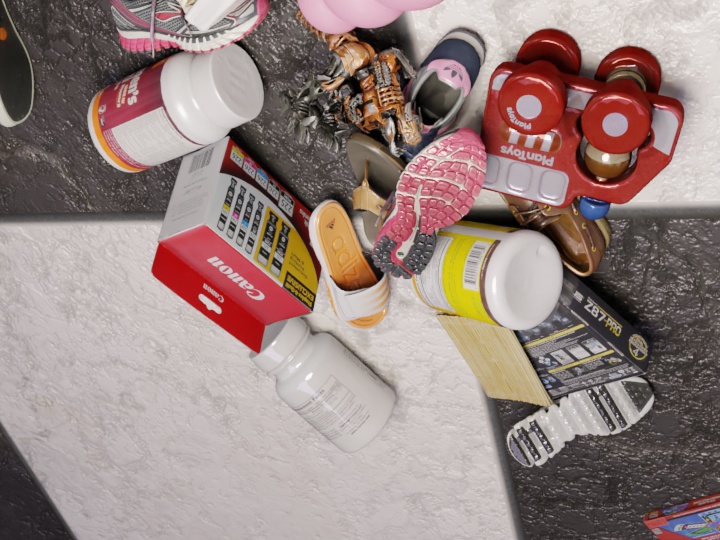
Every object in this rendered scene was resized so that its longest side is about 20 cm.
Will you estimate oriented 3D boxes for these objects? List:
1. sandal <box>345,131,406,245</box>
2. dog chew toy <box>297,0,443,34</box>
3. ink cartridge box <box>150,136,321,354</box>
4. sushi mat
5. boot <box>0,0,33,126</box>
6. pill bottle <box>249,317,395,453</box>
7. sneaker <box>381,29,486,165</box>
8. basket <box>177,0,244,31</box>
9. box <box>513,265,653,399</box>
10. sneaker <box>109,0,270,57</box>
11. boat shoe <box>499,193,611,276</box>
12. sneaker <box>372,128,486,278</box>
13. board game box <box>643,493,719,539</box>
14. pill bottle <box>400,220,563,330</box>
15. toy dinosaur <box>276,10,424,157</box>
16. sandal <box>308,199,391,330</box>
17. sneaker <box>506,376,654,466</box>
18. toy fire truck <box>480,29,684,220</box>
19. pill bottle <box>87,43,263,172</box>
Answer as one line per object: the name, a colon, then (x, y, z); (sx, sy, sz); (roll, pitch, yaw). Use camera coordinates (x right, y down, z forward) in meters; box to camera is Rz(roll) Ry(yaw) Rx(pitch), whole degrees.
sandal: (0.017, -0.080, 1.139); (0.081, 0.055, 0.201); (23, 149, 18)
dog chew toy: (0.013, -0.296, 0.938); (0.199, 0.125, 0.125); (-19, 120, 45)
ink cartridge box: (-0.139, -0.025, 1.163); (0.083, 0.177, 0.200); (-17, 138, 34)
sushi mat: (0.169, 0.111, 1.200); (0.095, 0.012, 0.200); (7, 147, 35)
boot: (-0.502, -0.278, 1.214); (0.143, 0.073, 0.202); (3, 122, 22)
pill bottle: (-0.056, 0.154, 1.357); (0.200, 0.115, 0.114); (43, 132, -15)
sneaker: (0.064, -0.167, 1.046); (0.070, 0.082, 0.201); (28, 138, -1)
basket: (-0.107, -0.338, 0.897); (0.135, 0.200, 0.124); (-30, 108, 40)
box: (0.230, 0.085, 1.184); (0.161, 0.049, 0.200); (37, 148, -15)
sneaker: (-0.194, -0.286, 1.061); (0.198, 0.081, 0.075); (2, 128, 23)
boat shoe: (0.205, -0.074, 1.075); (0.200, 0.068, 0.072); (44, 132, -15)
sneaker: (0.067, -0.080, 1.024); (0.080, 0.075, 0.200); (24, 137, -11)
board game box: (0.510, 0.354, 1.347); (0.103, 0.020, 0.199); (45, 132, -18)
pill bottle: (0.128, -0.001, 1.106); (0.199, 0.109, 0.110); (14, 142, 56)
toy dinosaur: (-0.010, -0.196, 1.025); (0.136, 0.201, 0.102); (-41, 138, 21)
sandal: (-0.006, 0.005, 1.211); (0.059, 0.079, 0.208); (23, 149, 44)
sneaker: (0.288, 0.187, 1.269); (0.199, 0.081, 0.076); (-26, 90, 18)
toy fire truck: (0.215, -0.136, 0.979); (0.198, 0.112, 0.169); (16, 130, 12)
pill bottle: (-0.217, -0.192, 1.131); (0.199, 0.110, 0.110); (-15, 122, 33)
